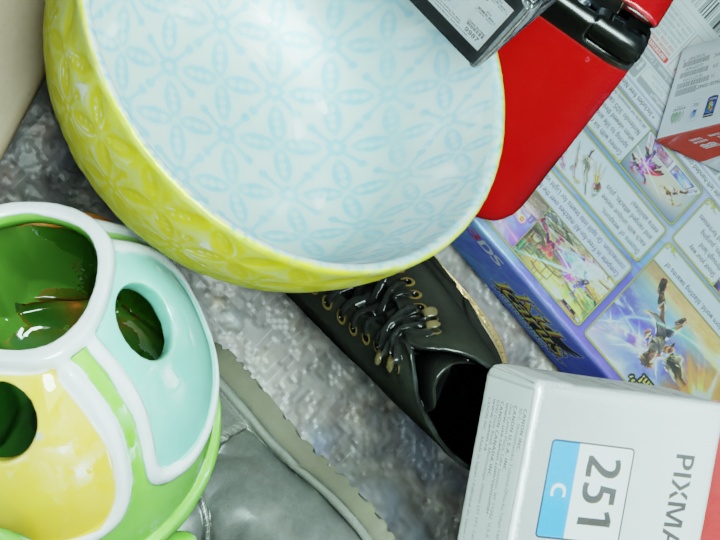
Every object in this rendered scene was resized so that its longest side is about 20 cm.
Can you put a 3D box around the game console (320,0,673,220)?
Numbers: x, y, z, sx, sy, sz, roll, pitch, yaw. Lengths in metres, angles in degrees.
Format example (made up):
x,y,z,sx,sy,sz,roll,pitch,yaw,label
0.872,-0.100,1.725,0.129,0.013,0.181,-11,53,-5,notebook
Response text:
x,y,z,sx,sy,sz,roll,pitch,yaw,label
0.037,-0.153,1.112,0.200,0.172,0.119,35,34,-3,game console

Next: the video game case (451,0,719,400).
x,y,z,sx,sy,sz,roll,pitch,yaw,label
0.143,-0.033,1.198,0.181,0.045,0.200,-46,103,-20,video game case

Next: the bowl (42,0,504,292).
x,y,z,sx,sy,sz,roll,pitch,yaw,label
-0.051,-0.071,1.015,0.200,0.108,0.200,17,58,-30,bowl

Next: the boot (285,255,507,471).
x,y,z,sx,sy,sz,roll,pitch,yaw,label
0.000,0.000,1.079,0.200,0.138,0.077,41,95,-14,boot

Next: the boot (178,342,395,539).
x,y,z,sx,sy,sz,roll,pitch,yaw,label
-0.098,0.137,1.051,0.200,0.073,0.182,-31,60,-28,boot

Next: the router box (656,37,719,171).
x,y,z,sx,sy,sz,roll,pitch,yaw,label
0.259,-0.058,1.116,0.179,0.200,0.049,22,77,-20,router box

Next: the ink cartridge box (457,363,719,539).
x,y,z,sx,sy,sz,roll,pitch,yaw,label
0.117,0.148,1.048,0.176,0.045,0.200,8,94,-29,ink cartridge box

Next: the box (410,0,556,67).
x,y,z,sx,sy,sz,roll,pitch,yaw,label
0.031,-0.197,1.023,0.200,0.050,0.158,46,50,3,box

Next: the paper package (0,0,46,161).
x,y,z,sx,sy,sz,roll,pitch,yaw,label
-0.205,-0.142,1.030,0.191,0.103,0.200,31,75,-18,paper package

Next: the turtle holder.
x,y,z,sx,sy,sz,roll,pitch,yaw,label
-0.135,0.057,0.992,0.141,0.132,0.186,26,57,20,turtle holder
